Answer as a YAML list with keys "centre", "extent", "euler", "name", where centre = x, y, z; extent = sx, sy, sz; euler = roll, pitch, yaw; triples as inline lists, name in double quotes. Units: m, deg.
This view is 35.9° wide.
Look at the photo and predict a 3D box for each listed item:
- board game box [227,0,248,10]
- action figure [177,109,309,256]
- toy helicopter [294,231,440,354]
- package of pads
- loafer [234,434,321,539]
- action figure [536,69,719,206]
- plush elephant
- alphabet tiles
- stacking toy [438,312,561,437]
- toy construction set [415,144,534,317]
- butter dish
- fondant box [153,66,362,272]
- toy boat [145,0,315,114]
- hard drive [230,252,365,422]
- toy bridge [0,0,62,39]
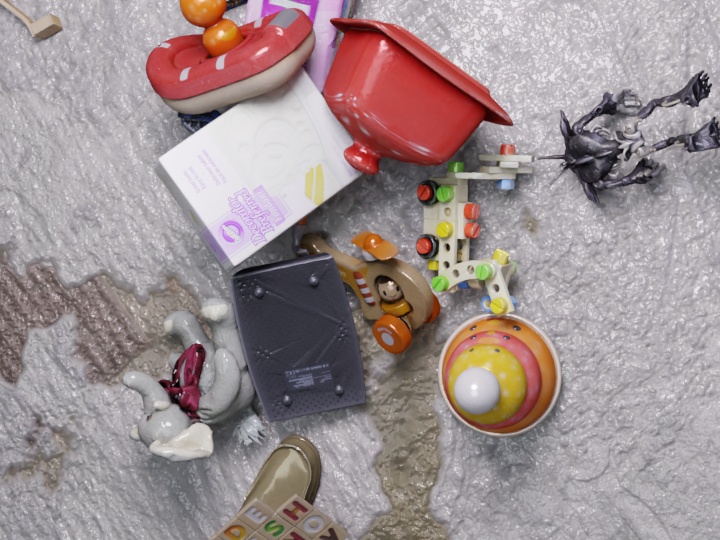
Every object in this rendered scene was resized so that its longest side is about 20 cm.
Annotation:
- centre: [-0.112, -0.416, 1.362]
  extent: [0.199, 0.035, 0.137]
  euler: [-18, 87, 14]
  name: "board game box"
- centre: [-0.129, -0.127, 1.326]
  extent: [0.198, 0.105, 0.195]
  euler: [13, 70, -11]
  name: "action figure"
- centre: [0.000, 0.000, 1.306]
  extent: [0.199, 0.079, 0.133]
  euler: [26, 140, 29]
  name: "toy helicopter"
- centre: [-0.069, -0.320, 1.304]
  extent: [0.120, 0.076, 0.201]
  euler: [21, 116, 13]
  name: "package of pads"
- centre: [-0.110, 0.296, 1.356]
  extent: [0.076, 0.067, 0.201]
  euler: [25, 98, 11]
  name: "loafer"
- centre: [0.301, -0.145, 1.236]
  extent: [0.199, 0.102, 0.120]
  euler: [-16, 96, 40]
  name: "action figure"
- centre: [-0.213, 0.151, 1.326]
  extent: [0.164, 0.154, 0.201]
  euler: [-5, 110, 57]
  name: "plush elephant"
- centre: [-0.117, 0.356, 1.336]
  extent: [0.200, 0.008, 0.167]
  euler: [-42, 121, 9]
  name: "alphabet tiles"
- centre: [0.144, 0.123, 1.223]
  extent: [0.145, 0.200, 0.147]
  euler: [0, 91, 13]
  name: "stacking toy"
- centre: [0.132, -0.051, 1.279]
  extent: [0.130, 0.092, 0.202]
  euler: [6, 84, 38]
  name: "toy construction set"
- centre: [0.034, -0.173, 1.213]
  extent: [0.199, 0.200, 0.148]
  euler: [32, 94, -20]
  name: "butter dish"
- centre: [-0.109, -0.115, 1.249]
  extent: [0.200, 0.058, 0.145]
  euler: [-37, 94, -17]
  name: "fondant box"
- centre: [-0.157, -0.260, 1.234]
  extent: [0.199, 0.131, 0.131]
  euler: [-12, 119, 31]
  name: "toy boat"
- centre: [-0.071, 0.077, 1.309]
  extent: [0.134, 0.042, 0.201]
  euler: [-12, 116, 1]
  name: "hard drive"
- centre: [-0.458, -0.393, 1.451]
  extent: [0.067, 0.027, 0.201]
  euler: [-26, 85, 14]
  name: "toy bridge"
